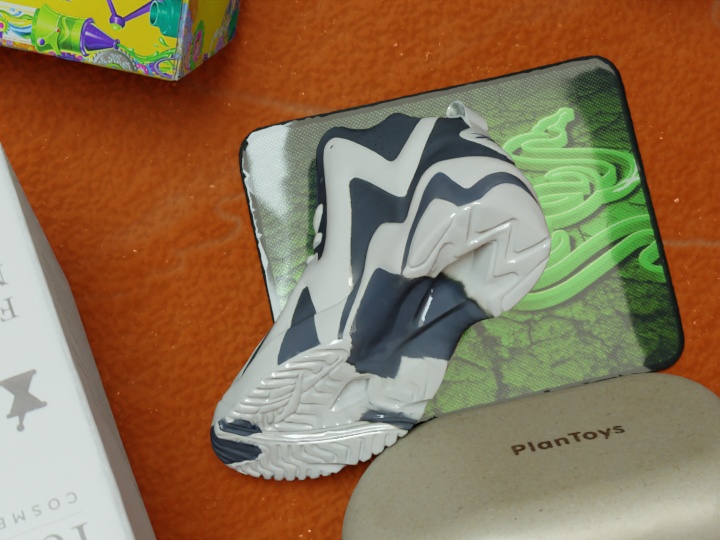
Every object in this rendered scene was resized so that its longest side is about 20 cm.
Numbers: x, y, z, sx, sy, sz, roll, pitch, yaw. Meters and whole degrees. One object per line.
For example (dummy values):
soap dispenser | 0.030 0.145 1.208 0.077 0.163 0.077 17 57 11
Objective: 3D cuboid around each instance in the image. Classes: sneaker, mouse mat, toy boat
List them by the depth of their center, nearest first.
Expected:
toy boat | 0.092 0.135 0.772 0.198 0.131 0.132 -11 113 -5
sneaker | 0.000 0.000 0.790 0.079 0.130 0.199 25 121 -24
mouse mat | 0.050 -0.011 0.829 0.198 0.008 0.162 -13 85 -7

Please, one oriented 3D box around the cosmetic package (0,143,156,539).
cosmetic package | -0.183 0.084 0.697 0.164 0.165 0.201 -21 68 -8

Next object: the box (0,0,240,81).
box | -0.143 -0.207 0.732 0.191 0.122 0.202 12 108 5
